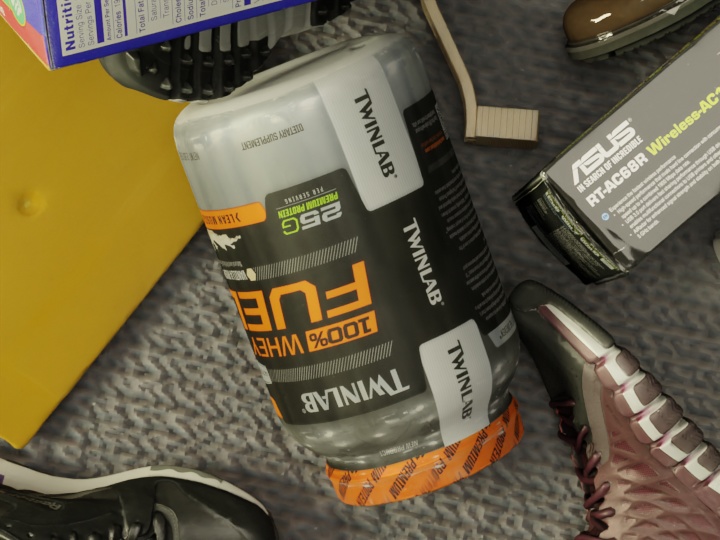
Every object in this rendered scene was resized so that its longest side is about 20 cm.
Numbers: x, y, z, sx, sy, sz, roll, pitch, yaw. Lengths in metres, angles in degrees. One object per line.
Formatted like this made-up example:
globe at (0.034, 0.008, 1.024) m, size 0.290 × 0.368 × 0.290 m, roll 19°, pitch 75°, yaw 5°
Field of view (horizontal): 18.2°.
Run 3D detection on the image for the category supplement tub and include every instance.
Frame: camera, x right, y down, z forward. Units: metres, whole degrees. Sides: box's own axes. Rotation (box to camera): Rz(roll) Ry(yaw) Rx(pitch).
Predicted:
supplement tub at (0.000, 0.000, 1.049) m, size 0.122 × 0.123 × 0.201 m, roll -21°, pitch 100°, yaw -1°

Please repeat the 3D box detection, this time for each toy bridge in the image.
toy bridge at (0.062, -0.163, 1.117) m, size 0.067 × 0.027 × 0.201 m, roll 4°, pitch 86°, yaw 1°

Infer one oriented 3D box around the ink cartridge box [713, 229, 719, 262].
ink cartridge box at (0.293, 0.002, 1.079) m, size 0.199 × 0.084 × 0.146 m, roll -26°, pitch 87°, yaw -2°

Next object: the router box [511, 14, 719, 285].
router box at (0.169, -0.079, 1.051) m, size 0.200 × 0.150 × 0.062 m, roll -41°, pitch 88°, yaw -2°

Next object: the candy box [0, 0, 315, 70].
candy box at (-0.073, -0.170, 0.950) m, size 0.199 × 0.169 × 0.077 m, roll -17°, pitch 126°, yaw -21°

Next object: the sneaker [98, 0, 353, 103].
sneaker at (-0.076, -0.129, 1.031) m, size 0.090 × 0.200 × 0.067 m, roll 16°, pitch 119°, yaw 24°

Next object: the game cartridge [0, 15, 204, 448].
game cartridge at (-0.162, -0.037, 1.057) m, size 0.200 × 0.032 × 0.176 m, roll -52°, pitch 129°, yaw -4°

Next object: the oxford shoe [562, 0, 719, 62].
oxford shoe at (0.167, -0.180, 1.084) m, size 0.200 × 0.073 × 0.084 m, roll -41°, pitch 103°, yaw 5°

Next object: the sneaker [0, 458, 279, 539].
sneaker at (-0.140, 0.137, 1.061) m, size 0.199 × 0.088 × 0.076 m, roll 5°, pitch 107°, yaw 3°

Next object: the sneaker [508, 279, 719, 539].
sneaker at (0.113, 0.108, 1.079) m, size 0.115 × 0.076 × 0.200 m, roll -42°, pitch 88°, yaw 1°
